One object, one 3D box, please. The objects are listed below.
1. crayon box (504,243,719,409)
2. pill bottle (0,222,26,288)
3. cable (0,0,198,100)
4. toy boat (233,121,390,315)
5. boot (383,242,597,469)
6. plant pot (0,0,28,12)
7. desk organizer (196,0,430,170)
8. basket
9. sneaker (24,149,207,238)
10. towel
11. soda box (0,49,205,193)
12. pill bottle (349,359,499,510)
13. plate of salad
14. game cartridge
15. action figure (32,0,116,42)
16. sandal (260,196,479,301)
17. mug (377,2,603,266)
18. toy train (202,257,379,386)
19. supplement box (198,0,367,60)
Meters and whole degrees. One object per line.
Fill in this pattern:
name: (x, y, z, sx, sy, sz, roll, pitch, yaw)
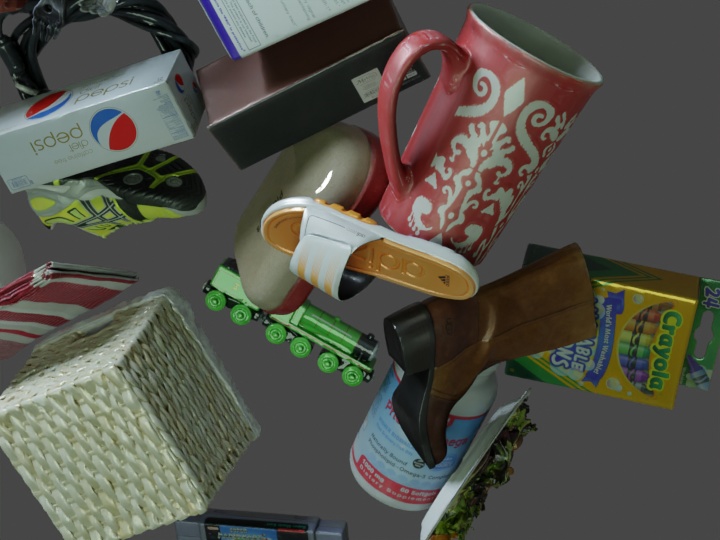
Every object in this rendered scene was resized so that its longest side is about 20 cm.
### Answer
crayon box: (0.247, 0.057, 1.460, 0.199, 0.052, 0.126, 11, 119, 9)
pill bottle: (-0.455, 0.011, 1.591, 0.199, 0.112, 0.113, -14, 113, 22)
cable: (-0.248, -0.191, 1.456, 0.199, 0.051, 0.164, -4, 116, 16)
toy boat: (-0.027, -0.044, 1.458, 0.130, 0.131, 0.200, 16, 126, -30)
boot: (0.125, 0.081, 1.412, 0.199, 0.068, 0.189, -20, 120, -16)
plant pot: (-0.408, -0.306, 1.375, 0.194, 0.201, 0.202, -2, 117, 7)
desk organizer: (-0.046, -0.181, 1.398, 0.199, 0.077, 0.072, -25, 143, 9)
basket: (-0.248, 0.157, 1.586, 0.197, 0.161, 0.201, -21, 108, 25)
sneaker: (-0.241, -0.074, 1.520, 0.199, 0.076, 0.077, 8, 130, 21)
towel: (-0.344, 0.045, 1.572, 0.199, 0.144, 0.023, -27, 73, 26)
soda box: (-0.248, -0.138, 1.418, 0.199, 0.068, 0.064, -14, 122, 17)
pill bottle: (0.070, 0.135, 1.515, 0.108, 0.109, 0.201, 25, 121, 1)
plate of salad: (0.118, 0.203, 1.485, 0.048, 0.200, 0.201, 34, 121, 10)
game cartridge: (-0.108, 0.332, 1.713, 0.199, 0.038, 0.130, 2, 122, 14)
action figure: (-0.253, -0.287, 1.338, 0.119, 0.200, 0.102, 40, 132, -8)
sandal: (0.000, -0.005, 1.325, 0.206, 0.059, 0.079, 16, 144, 15)
mug: (0.089, -0.125, 1.339, 0.177, 0.134, 0.201, 26, 112, -7)
toy train: (-0.068, 0.051, 1.551, 0.199, 0.042, 0.057, 28, 110, -1)
supplement box: (-0.040, -0.279, 1.332, 0.199, 0.101, 0.104, -21, 110, 24)
